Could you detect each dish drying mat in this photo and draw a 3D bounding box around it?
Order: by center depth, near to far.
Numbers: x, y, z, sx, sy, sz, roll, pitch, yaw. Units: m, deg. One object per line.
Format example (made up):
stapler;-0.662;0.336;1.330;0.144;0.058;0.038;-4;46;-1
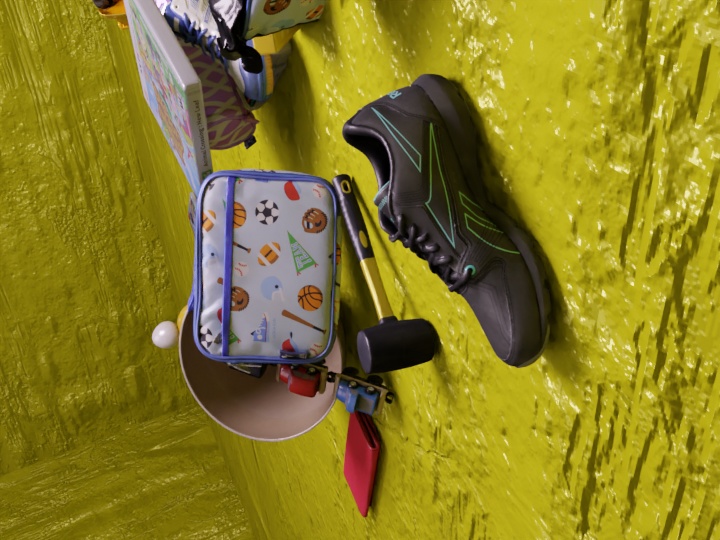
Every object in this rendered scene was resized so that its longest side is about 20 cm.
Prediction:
dish drying mat;0.001;0.247;0.978;0.202;0.018;0.077;95;153;-50

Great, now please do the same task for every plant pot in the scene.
plant pot;-0.100;0.081;0.905;0.135;0.196;0.205;-52;-50;-70

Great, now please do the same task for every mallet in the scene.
mallet;0.000;0.000;0.682;0.041;0.065;0.203;110;139;-58

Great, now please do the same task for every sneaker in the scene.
sneaker;0.053;-0.027;0.487;0.203;0.078;0.076;66;160;14
sneaker;-0.158;-0.250;0.787;0.202;0.087;0.076;60;153;24

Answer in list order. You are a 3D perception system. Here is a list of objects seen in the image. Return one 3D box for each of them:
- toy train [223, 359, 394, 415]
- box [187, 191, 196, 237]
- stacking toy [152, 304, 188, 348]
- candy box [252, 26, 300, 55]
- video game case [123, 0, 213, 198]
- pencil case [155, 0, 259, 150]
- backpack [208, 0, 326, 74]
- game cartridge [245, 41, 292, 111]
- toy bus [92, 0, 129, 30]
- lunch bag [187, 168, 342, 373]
toy train;-0.060;0.112;0.806;0.046;0.196;0.035;-58;-18;-61
box;-0.314;-0.053;1.585;0.137;0.039;0.204;133;118;-68
stacking toy;-0.288;0.098;1.394;0.147;0.196;0.148;54;154;41
candy box;-0.087;-0.302;0.653;0.103;0.026;0.204;-70;-24;-59
video game case;-0.211;-0.198;0.825;0.202;0.022;0.183;58;159;28
pencil case;-0.186;-0.242;0.888;0.085;0.083;0.204;-29;79;36
backpack;-0.059;-0.268;0.484;0.203;0.152;0.190;63;168;4
game cartridge;-0.130;-0.271;0.869;0.200;0.038;0.133;160;96;-72
toy bus;-0.387;-0.516;1.277;0.192;0.133;0.204;-150;46;-86
lunch bag;-0.098;0.001;0.764;0.076;0.156;0.205;-117;31;-83
